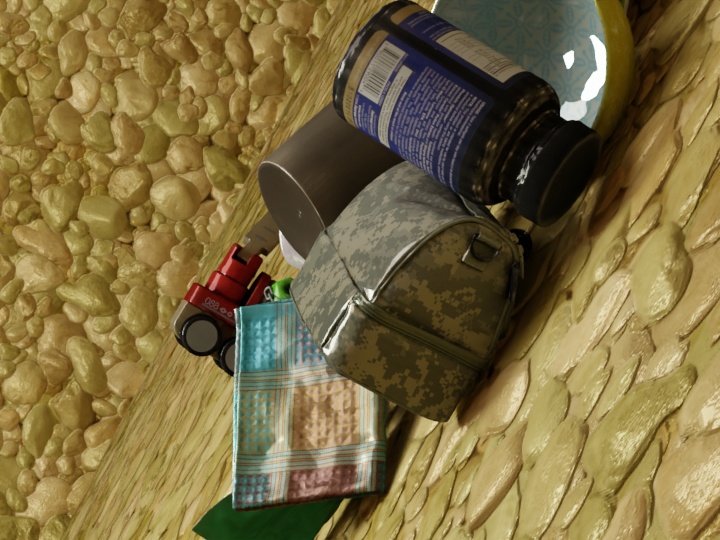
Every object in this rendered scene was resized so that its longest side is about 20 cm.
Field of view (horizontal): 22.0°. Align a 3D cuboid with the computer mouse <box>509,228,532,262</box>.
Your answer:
[{"bbox_3d":[0.101,0.005,1.633,0.200,0.034,0.059,-26,49,61],"label":"computer mouse"}]

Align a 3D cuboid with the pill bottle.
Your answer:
[{"bbox_3d":[0.085,-0.121,1.458,0.112,0.200,0.112,-44,-24,-26],"label":"pill bottle"}]

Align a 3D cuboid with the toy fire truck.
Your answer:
[{"bbox_3d":[-0.098,0.030,2.094,0.200,0.176,0.129,-60,10,-3],"label":"toy fire truck"}]

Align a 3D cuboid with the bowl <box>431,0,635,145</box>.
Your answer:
[{"bbox_3d":[0.160,-0.173,1.541,0.108,0.200,0.200,-8,-34,-44],"label":"bowl"}]

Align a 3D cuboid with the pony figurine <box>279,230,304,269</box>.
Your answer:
[{"bbox_3d":[0.000,0.000,1.808,0.200,0.166,0.193,152,127,-76],"label":"pony figurine"}]

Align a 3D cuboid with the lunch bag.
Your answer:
[{"bbox_3d":[0.047,0.005,1.519,0.168,0.139,0.200,-60,19,13],"label":"lunch bag"}]

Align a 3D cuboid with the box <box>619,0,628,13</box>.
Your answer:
[{"bbox_3d":[0.228,-0.279,1.655,0.200,0.035,0.110,-73,-9,-51],"label":"box"}]

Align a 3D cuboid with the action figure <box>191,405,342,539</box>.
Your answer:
[{"bbox_3d":[-0.046,0.184,1.664,0.200,0.118,0.055,-49,28,7],"label":"action figure"}]

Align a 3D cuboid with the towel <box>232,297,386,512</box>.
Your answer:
[{"bbox_3d":[-0.046,0.110,1.638,0.147,0.022,0.200,-10,61,19],"label":"towel"}]

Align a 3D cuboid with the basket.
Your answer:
[{"bbox_3d":[0.018,-0.100,1.670,0.200,0.180,0.136,-32,-13,-21],"label":"basket"}]

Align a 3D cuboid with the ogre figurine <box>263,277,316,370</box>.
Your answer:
[{"bbox_3d":[-0.048,0.116,1.744,0.120,0.098,0.200,-119,37,-56],"label":"ogre figurine"}]
